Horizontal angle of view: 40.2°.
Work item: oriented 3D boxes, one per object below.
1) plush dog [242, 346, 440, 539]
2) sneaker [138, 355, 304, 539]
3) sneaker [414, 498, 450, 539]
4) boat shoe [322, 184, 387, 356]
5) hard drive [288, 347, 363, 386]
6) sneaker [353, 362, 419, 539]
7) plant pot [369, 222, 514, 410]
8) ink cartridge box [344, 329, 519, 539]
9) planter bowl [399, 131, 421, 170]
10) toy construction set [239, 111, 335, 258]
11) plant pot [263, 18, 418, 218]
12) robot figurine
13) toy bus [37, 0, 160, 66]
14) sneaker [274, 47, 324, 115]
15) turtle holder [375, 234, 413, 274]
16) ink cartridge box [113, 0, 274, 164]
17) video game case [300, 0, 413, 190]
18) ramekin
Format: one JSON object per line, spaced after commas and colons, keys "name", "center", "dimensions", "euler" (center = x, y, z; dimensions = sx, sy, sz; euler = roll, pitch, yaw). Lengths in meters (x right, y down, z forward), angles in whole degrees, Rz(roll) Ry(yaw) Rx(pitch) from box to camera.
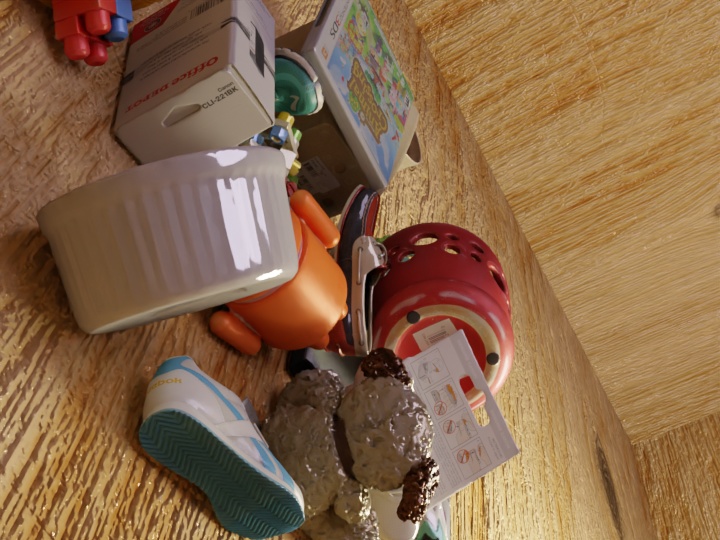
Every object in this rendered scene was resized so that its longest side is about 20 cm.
{"name": "plush dog", "center": [-0.010, 0.166, 0.945], "dimensions": [0.160, 0.169, 0.203], "euler": [30, 40, -61]}
{"name": "sneaker", "center": [-0.108, 0.154, 0.835], "dimensions": [0.201, 0.075, 0.082], "euler": [56, 17, -35]}
{"name": "sneaker", "center": [0.062, 0.263, 1.212], "dimensions": [0.140, 0.076, 0.204], "euler": [-47, 123, -74]}
{"name": "boat shoe", "center": [0.000, 0.000, 1.128], "dimensions": [0.071, 0.061, 0.204], "euler": [49, 50, -63]}
{"name": "hard drive", "center": [-0.032, 0.105, 1.198], "dimensions": [0.141, 0.032, 0.201], "euler": [58, 19, -25]}
{"name": "sneaker", "center": [0.032, 0.193, 1.032], "dimensions": [0.080, 0.069, 0.205], "euler": [175, -91, -71]}
{"name": "plant pot", "center": [0.090, 0.066, 1.206], "dimensions": [0.202, 0.198, 0.183], "euler": [59, 15, -19]}
{"name": "ink cartridge box", "center": [0.058, 0.182, 1.103], "dimensions": [0.163, 0.198, 0.050], "euler": [64, -16, -4]}
{"name": "planter bowl", "center": [-0.006, -0.232, 1.552], "dimensions": [0.202, 0.133, 0.202], "euler": [55, 19, -30]}
{"name": "toy construction set", "center": [-0.093, -0.096, 1.128], "dimensions": [0.093, 0.129, 0.202], "euler": [-58, 137, -32]}
{"name": "plant pot", "center": [-0.056, -0.175, 1.262], "dimensions": [0.200, 0.197, 0.179], "euler": [51, 32, -38]}
{"name": "robot figurine", "center": [-0.087, 0.002, 1.002], "dimensions": [0.200, 0.142, 0.118], "euler": [50, 16, -48]}
{"name": "toy bus", "center": [-0.268, -0.295, 0.896], "dimensions": [0.199, 0.133, 0.196], "euler": [13, 70, -66]}
{"name": "sneaker", "center": [-0.120, -0.199, 1.100], "dimensions": [0.080, 0.197, 0.079], "euler": [-42, 127, -35]}
{"name": "turtle holder", "center": [0.064, 0.033, 1.397], "dimensions": [0.142, 0.131, 0.186], "euler": [51, 0, -14]}
{"name": "ink cartridge box", "center": [-0.166, -0.204, 1.015], "dimensions": [0.084, 0.142, 0.202], "euler": [51, 22, -38]}
{"name": "video game case", "center": [0.003, -0.230, 1.169], "dimensions": [0.201, 0.022, 0.184], "euler": [60, 33, -36]}
{"name": "ramekin", "center": [-0.142, -0.019, 0.768], "dimensions": [0.200, 0.197, 0.100], "euler": [-7, 80, -72]}
